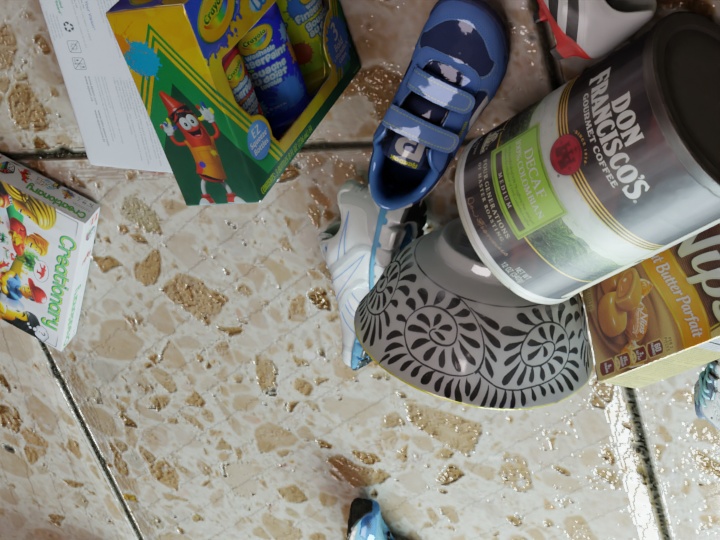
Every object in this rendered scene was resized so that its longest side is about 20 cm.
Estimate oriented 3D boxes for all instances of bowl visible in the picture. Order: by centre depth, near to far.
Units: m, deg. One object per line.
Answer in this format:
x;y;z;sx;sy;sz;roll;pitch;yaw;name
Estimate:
0.100;0.017;1.224;0.200;0.201;0.094;19;120;14;bowl

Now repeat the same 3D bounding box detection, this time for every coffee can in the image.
0.189;-0.077;1.118;0.146;0.146;0.200;47;134;-13;coffee can

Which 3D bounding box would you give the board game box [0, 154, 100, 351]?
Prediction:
-0.338;-0.017;1.547;0.126;0.035;0.200;27;135;6;board game box

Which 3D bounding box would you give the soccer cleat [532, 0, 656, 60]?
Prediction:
0.134;-0.238;1.074;0.085;0.069;0.200;-25;114;29;soccer cleat

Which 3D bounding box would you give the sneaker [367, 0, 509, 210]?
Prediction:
0.058;-0.125;1.197;0.074;0.082;0.200;28;134;8;sneaker

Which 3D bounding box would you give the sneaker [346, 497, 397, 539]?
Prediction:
0.043;0.311;1.602;0.090;0.078;0.200;-13;125;15;sneaker

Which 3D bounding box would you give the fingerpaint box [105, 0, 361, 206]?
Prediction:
-0.087;-0.173;1.154;0.073;0.200;0.167;-1;126;29;fingerpaint box

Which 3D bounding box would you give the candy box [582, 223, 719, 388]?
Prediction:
0.263;0.006;1.167;0.055;0.116;0.200;11;152;-40;candy box

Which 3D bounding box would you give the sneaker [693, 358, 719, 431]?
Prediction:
0.307;0.093;1.248;0.086;0.078;0.200;-4;125;36;sneaker

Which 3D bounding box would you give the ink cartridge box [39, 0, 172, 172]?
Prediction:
-0.169;-0.174;1.313;0.200;0.043;0.197;6;128;22;ink cartridge box

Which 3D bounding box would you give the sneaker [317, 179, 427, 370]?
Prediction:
0.000;0.000;1.356;0.087;0.075;0.200;27;130;20;sneaker
